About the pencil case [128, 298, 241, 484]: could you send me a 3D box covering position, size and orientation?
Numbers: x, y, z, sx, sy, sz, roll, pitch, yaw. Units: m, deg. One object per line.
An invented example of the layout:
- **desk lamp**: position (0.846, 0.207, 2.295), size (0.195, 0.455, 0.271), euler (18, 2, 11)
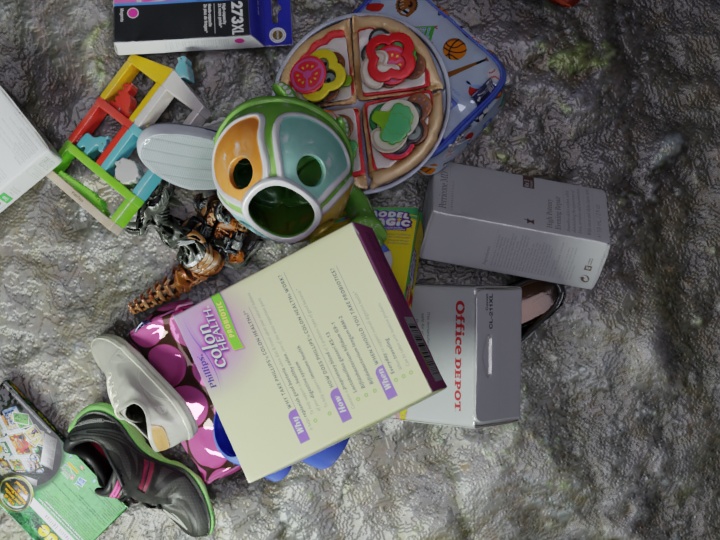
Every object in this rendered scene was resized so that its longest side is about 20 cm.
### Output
- **pencil case**: position (-0.178, 0.132, 1.558), size (0.093, 0.091, 0.201), euler (-25, 96, 33)

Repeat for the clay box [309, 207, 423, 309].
- **clay box**: position (0.000, 0.000, 1.476), size (0.114, 0.048, 0.201), euler (0, 50, 12)

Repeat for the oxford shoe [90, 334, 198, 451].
- **oxford shoe**: position (-0.247, 0.130, 1.519), size (0.058, 0.200, 0.076), euler (-32, 132, -21)

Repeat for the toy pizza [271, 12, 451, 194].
- **toy pizza**: position (-0.003, -0.181, 1.501), size (0.199, 0.032, 0.202), euler (-2, 81, 12)

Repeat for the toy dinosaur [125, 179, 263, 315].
- **toy dinosaur**: position (-0.185, -0.036, 1.564), size (0.136, 0.102, 0.201), euler (42, 67, -18)

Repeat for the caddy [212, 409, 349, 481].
- **caddy**: position (-0.084, 0.124, 1.490), size (0.141, 0.105, 0.201), euler (-19, 47, 31)

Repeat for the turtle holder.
- **turtle holder**: position (-0.069, -0.082, 1.430), size (0.140, 0.132, 0.186), euler (-21, 125, 13)

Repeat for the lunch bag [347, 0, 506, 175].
- **lunch bag**: position (0.056, -0.207, 1.551), size (0.160, 0.076, 0.200), euler (-43, 74, -10)

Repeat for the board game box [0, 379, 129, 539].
- **board game box**: position (-0.366, 0.231, 1.589), size (0.105, 0.023, 0.200), euler (-43, 91, -3)

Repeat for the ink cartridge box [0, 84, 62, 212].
- **ink cartridge box**: position (-0.442, -0.104, 1.560), size (0.200, 0.050, 0.109), euler (-40, 78, -1)

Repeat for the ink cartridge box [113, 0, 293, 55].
- **ink cartridge box**: position (-0.177, -0.294, 1.575), size (0.198, 0.037, 0.095), euler (-3, 73, -4)

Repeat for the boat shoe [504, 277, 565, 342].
- **boat shoe**: position (0.142, 0.065, 1.586), size (0.199, 0.068, 0.072), euler (-33, 94, 1)

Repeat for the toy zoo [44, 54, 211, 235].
- **toy zoo**: position (-0.250, -0.153, 1.559), size (0.131, 0.020, 0.201), euler (36, 89, 31)

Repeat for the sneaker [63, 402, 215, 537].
- **sneaker**: position (-0.246, 0.234, 1.556), size (0.200, 0.077, 0.084), euler (37, 46, 6)

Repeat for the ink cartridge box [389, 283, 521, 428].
- **ink cartridge box**: position (0.074, 0.088, 1.517), size (0.082, 0.199, 0.147), euler (1, 91, -46)

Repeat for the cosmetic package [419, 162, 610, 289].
- **cosmetic package**: position (0.169, -0.052, 1.560), size (0.198, 0.102, 0.074), euler (11, 130, -4)

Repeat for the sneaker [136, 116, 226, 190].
- **sneaker**: position (-0.154, -0.130, 1.524), size (0.199, 0.071, 0.073), euler (10, 128, -35)

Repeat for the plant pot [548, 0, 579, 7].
- **plant pot**: position (0.208, -0.395, 1.530), size (0.199, 0.200, 0.177), euler (29, 101, -2)

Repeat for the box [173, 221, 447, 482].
- **box**: position (-0.046, 0.079, 1.353), size (0.199, 0.097, 0.177), euler (-27, 83, 9)
